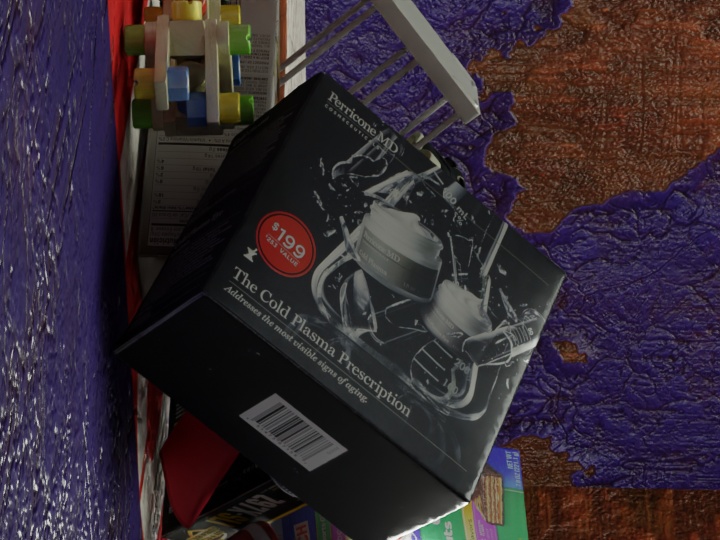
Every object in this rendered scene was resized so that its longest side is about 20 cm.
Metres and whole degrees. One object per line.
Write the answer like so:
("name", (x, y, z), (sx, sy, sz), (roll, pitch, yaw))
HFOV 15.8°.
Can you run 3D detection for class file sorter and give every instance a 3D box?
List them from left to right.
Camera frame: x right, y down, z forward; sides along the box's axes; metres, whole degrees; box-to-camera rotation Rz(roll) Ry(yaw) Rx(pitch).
("file sorter", (-0.025, -0.162, 1.808), (0.200, 0.124, 0.139), (52, 8, -8))

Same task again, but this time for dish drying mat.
("dish drying mat", (-0.073, 0.073, 1.671), (0.200, 0.018, 0.077), (-55, -150, 29))

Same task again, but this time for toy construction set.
("toy construction set", (-0.095, -0.163, 1.535), (0.131, 0.092, 0.200), (88, 14, -68))

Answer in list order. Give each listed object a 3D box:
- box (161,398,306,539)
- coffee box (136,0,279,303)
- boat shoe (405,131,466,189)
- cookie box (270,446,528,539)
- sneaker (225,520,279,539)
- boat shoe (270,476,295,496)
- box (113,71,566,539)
("box", (-0.065, 0.085, 1.726), (0.200, 0.049, 0.160), (-32, -132, 52))
("coffee box", (-0.093, -0.064, 1.642), (0.113, 0.080, 0.200), (93, -1, -61))
("boat shoe", (0.042, -0.052, 1.849), (0.066, 0.074, 0.199), (48, -4, -10))
("cookie box", (0.031, 0.201, 1.792), (0.200, 0.075, 0.172), (12, 67, -47))
("sneaker", (-0.098, 0.216, 1.649), (0.200, 0.115, 0.079), (179, -105, -75))
("boat shoe", (0.008, 0.057, 1.616), (0.066, 0.072, 0.200), (-26, -161, 47))
("box", (-0.008, 0.024, 1.501), (0.104, 0.200, 0.182), (-33, -155, 48))
